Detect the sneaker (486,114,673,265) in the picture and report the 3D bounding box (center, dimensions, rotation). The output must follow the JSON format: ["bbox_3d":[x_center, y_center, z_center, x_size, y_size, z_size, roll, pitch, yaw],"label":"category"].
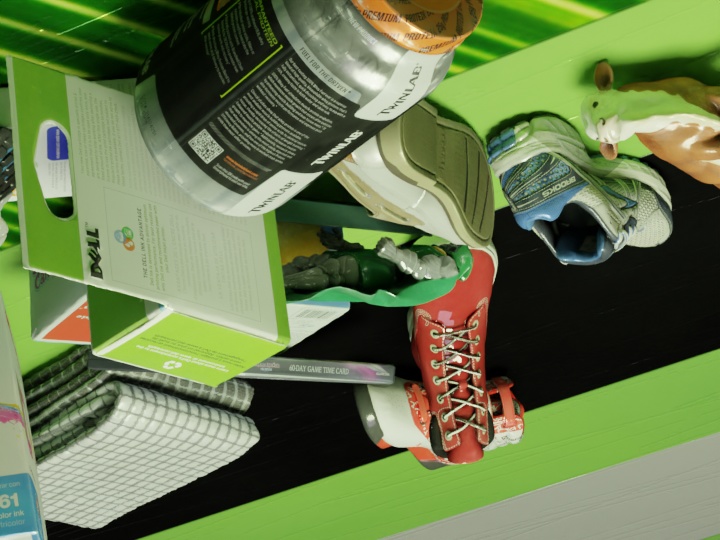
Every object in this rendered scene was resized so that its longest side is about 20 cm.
[{"bbox_3d":[0.160,-0.037,1.531,0.077,0.085,0.200,-28,150,32],"label":"sneaker"}]

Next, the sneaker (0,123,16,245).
[{"bbox_3d":[-0.263,-0.054,1.332,0.075,0.087,0.200,-44,177,-27],"label":"sneaker"}]

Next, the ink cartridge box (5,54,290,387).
[{"bbox_3d":[-0.145,-0.028,1.288,0.200,0.148,0.076,18,143,-41],"label":"ink cartridge box"}]

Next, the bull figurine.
[{"bbox_3d":[0.237,-0.092,1.451,0.121,0.065,0.200,12,-179,39],"label":"bull figurine"}]

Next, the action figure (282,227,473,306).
[{"bbox_3d":[0.000,0.000,1.471,0.200,0.055,0.118,-5,-171,-40],"label":"action figure"}]

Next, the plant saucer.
[{"bbox_3d":[-0.050,-0.043,1.485,0.199,0.019,0.070,4,-175,-30],"label":"plant saucer"}]

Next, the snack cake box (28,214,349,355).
[{"bbox_3d":[-0.122,0.008,1.523,0.199,0.067,0.115,5,159,-30],"label":"snack cake box"}]

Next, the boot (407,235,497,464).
[{"bbox_3d":[0.076,0.064,1.640,0.072,0.145,0.200,-7,153,-4],"label":"boot"}]

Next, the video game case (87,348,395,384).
[{"bbox_3d":[-0.088,0.074,1.641,0.143,0.019,0.200,0,175,36],"label":"video game case"}]

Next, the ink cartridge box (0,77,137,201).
[{"bbox_3d":[-0.139,-0.086,1.375,0.199,0.037,0.095,-3,153,-10],"label":"ink cartridge box"}]

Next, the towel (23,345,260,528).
[{"bbox_3d":[-0.207,0.132,1.746,0.200,0.086,0.165,-30,150,31],"label":"towel"}]

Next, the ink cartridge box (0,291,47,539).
[{"bbox_3d":[-0.283,0.130,1.576,0.084,0.201,0.145,-11,155,-8],"label":"ink cartridge box"}]

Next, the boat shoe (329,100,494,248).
[{"bbox_3d":[0.034,-0.068,1.448,0.068,0.075,0.200,-3,159,23],"label":"boat shoe"}]

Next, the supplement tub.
[{"bbox_3d":[-0.030,-0.125,1.236,0.122,0.123,0.200,12,147,-38],"label":"supplement tub"}]

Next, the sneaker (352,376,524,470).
[{"bbox_3d":[0.073,0.116,1.836,0.108,0.067,0.201,-20,156,16],"label":"sneaker"}]
